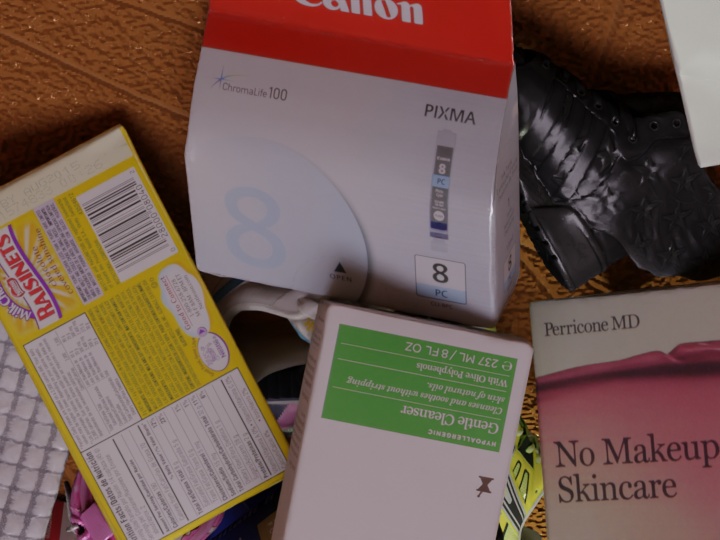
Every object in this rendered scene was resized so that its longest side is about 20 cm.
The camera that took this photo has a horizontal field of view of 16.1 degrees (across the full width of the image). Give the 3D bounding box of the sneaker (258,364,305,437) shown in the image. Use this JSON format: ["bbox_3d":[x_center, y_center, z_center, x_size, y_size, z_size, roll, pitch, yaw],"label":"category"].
[{"bbox_3d":[-0.069,0.066,1.416,0.199,0.070,0.082,4,150,7],"label":"sneaker"}]

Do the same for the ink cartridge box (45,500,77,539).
[{"bbox_3d":[-0.153,0.225,1.594,0.199,0.083,0.147,13,139,-12],"label":"ink cartridge box"}]

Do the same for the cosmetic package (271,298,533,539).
[{"bbox_3d":[0.012,0.122,1.253,0.107,0.201,0.085,10,180,-5],"label":"cosmetic package"}]

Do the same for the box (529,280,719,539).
[{"bbox_3d":[0.171,0.108,1.316,0.127,0.201,0.109,-7,176,33],"label":"box"}]

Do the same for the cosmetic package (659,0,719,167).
[{"bbox_3d":[0.169,-0.151,1.117,0.090,0.107,0.200,-10,140,14],"label":"cosmetic package"}]

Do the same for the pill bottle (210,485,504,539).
[{"bbox_3d":[-0.026,0.172,1.360,0.200,0.112,0.112,-38,128,13],"label":"pill bottle"}]

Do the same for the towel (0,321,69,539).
[{"bbox_3d":[-0.229,0.065,1.342,0.165,0.201,0.086,15,179,-6],"label":"towel"}]

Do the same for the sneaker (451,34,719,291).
[{"bbox_3d":[0.117,-0.069,1.251,0.104,0.060,0.200,-29,113,-4],"label":"sneaker"}]

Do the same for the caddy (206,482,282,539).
[{"bbox_3d":[-0.010,0.198,1.511,0.199,0.142,0.105,11,136,-9],"label":"caddy"}]

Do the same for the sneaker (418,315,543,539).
[{"bbox_3d":[0.068,0.091,1.421,0.076,0.076,0.201,-3,124,-5],"label":"sneaker"}]

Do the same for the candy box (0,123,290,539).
[{"bbox_3d":[-0.120,0.037,1.297,0.102,0.026,0.201,-27,95,-3],"label":"candy box"}]

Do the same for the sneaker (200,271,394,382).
[{"bbox_3d":[0.000,0.000,1.323,0.199,0.081,0.076,-27,130,29],"label":"sneaker"}]

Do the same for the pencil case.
[{"bbox_3d":[-0.118,0.126,1.414,0.086,0.083,0.200,18,172,-2],"label":"pencil case"}]

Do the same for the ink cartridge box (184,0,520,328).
[{"bbox_3d":[-0.006,-0.073,1.204,0.159,0.047,0.201,11,132,18],"label":"ink cartridge box"}]
